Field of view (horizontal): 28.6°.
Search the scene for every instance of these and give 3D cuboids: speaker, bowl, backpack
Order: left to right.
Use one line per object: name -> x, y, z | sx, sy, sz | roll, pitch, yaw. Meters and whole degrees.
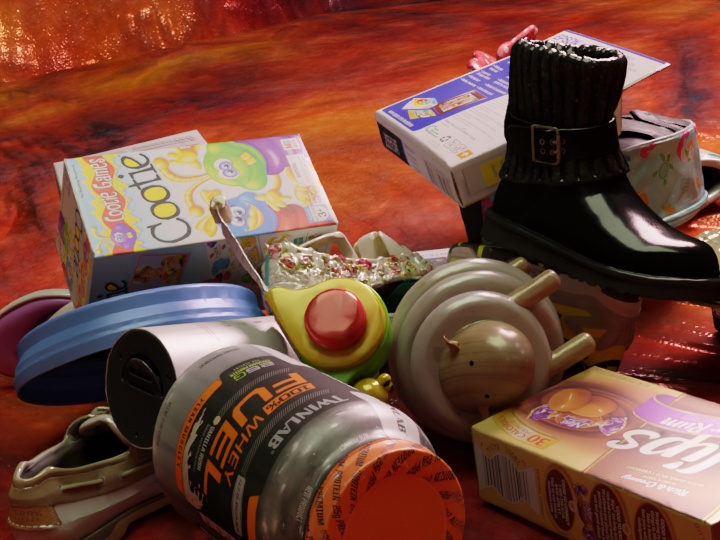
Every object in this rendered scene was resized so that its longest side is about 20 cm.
bowl -> -0.167, 0.057, 1.082 | 0.198, 0.040, 0.201 | -14, -14, -4
speaker -> -0.080, 0.073, 0.993 | 0.080, 0.083, 0.198 | 7, 7, 42
backpack -> 0.198, -0.064, 1.219 | 0.198, 0.153, 0.177 | -13, 7, 27

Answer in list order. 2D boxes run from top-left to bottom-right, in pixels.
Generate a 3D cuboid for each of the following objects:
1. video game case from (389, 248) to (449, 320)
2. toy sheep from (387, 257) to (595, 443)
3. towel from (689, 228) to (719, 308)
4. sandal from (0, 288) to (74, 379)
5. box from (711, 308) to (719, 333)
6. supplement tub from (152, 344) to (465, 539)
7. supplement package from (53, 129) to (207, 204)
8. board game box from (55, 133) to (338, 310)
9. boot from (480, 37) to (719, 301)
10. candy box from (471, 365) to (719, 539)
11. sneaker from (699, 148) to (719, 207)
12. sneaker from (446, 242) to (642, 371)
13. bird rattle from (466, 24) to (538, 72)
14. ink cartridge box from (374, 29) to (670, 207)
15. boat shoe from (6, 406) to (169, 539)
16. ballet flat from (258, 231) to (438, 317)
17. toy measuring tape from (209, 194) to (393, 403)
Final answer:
video game case -> 0.038, 0.023, 1.262 | 0.179, 0.024, 0.200 | -6, 19, 11
toy sheep -> 0.082, 0.053, 0.987 | 0.136, 0.140, 0.200 | -11, 3, -3
towel -> 0.326, -0.012, 1.048 | 0.198, 0.037, 0.148 | -19, 18, -19
sandal -> -0.235, 0.057, 1.195 | 0.200, 0.084, 0.050 | -8, 18, 15
box -> 0.379, 0.025, 1.039 | 0.197, 0.050, 0.161 | -13, 20, -6
supplement tub -> -0.033, 0.123, 0.839 | 0.121, 0.124, 0.199 | -20, 20, -29
supplement package -> -0.193, -0.025, 1.315 | 0.148, 0.154, 0.200 | -14, 19, -11
board game box -> -0.134, -0.030, 1.138 | 0.197, 0.106, 0.104 | -9, 54, -24
boot -> 0.178, -0.074, 1.006 | 0.209, 0.160, 0.079 | 23, 17, 36
candy box -> 0.173, 0.122, 0.847 | 0.116, 0.057, 0.199 | -21, 20, -31
sneaker -> 0.276, -0.080, 1.368 | 0.197, 0.071, 0.093 | -13, 12, -19
sneaker -> 0.131, 0.025, 1.103 | 0.075, 0.078, 0.199 | 3, 11, -34
bird rattle -> 0.167, -0.130, 1.409 | 0.111, 0.202, 0.164 | -4, 42, 16
ink cartridge box -> 0.132, -0.133, 1.183 | 0.198, 0.048, 0.198 | -22, 22, -9
boat shoe -> -0.165, 0.130, 0.974 | 0.074, 0.069, 0.200 | 0, 20, 26
ballet flat -> 0.000, 0.000, 1.116 | 0.075, 0.065, 0.198 | -27, -16, 39
toy measuring tape -> -0.031, 0.014, 0.971 | 0.073, 0.074, 0.201 | -19, 60, -28
